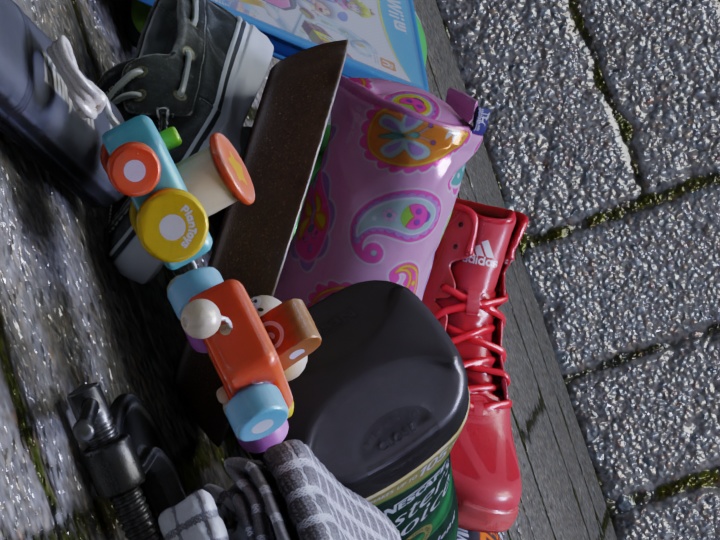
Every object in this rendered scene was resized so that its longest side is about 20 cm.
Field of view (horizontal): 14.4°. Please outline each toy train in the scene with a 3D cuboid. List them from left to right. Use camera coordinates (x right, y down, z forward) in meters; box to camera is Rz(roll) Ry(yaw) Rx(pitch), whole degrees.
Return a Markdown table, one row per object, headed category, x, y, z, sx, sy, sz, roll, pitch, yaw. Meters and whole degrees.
| category | x | y | z | sx | sy | sz | roll | pitch | yaw |
| --- | --- | --- | --- | --- | --- | --- | --- | --- | --- |
| toy train | -0.058 | -0.008 | 1.151 | 0.201 | 0.055 | 0.150 | 62 | -5 | 30 |

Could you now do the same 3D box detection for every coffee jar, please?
| category | x | y | z | sx | sy | sz | roll | pitch | yaw |
| --- | --- | --- | --- | --- | --- | --- | --- | --- | --- |
| coffee jar | -0.004 | 0.086 | 1.301 | 0.085 | 0.104 | 0.200 | 52 | -16 | 22 |

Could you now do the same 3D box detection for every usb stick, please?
| category | x | y | z | sx | sy | sz | roll | pitch | yaw |
| --- | --- | --- | --- | --- | --- | --- | --- | --- | --- |
| usb stick | -0.138 | -0.076 | 1.194 | 0.200 | 0.032 | 0.056 | 50 | 24 | -70 |

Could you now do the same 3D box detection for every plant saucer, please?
| category | x | y | z | sx | sy | sz | roll | pitch | yaw |
| --- | --- | --- | --- | --- | --- | --- | --- | --- | --- |
| plant saucer | -0.050 | -0.017 | 1.339 | 0.200 | 0.034 | 0.201 | -163 | -90 | -88 |

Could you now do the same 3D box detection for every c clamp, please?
| category | x | y | z | sx | sy | sz | roll | pitch | yaw |
| --- | --- | --- | --- | --- | --- | --- | --- | --- | --- |
| c clamp | -0.079 | 0.131 | 1.176 | 0.171 | 0.027 | 0.201 | -96 | 165 | -77 |

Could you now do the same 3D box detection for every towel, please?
| category | x | y | z | sx | sy | sz | roll | pitch | yaw |
| --- | --- | --- | --- | --- | --- | --- | --- | --- | --- |
| towel | -0.003 | 0.171 | 1.171 | 0.200 | 0.085 | 0.166 | 59 | 9 | -66 |

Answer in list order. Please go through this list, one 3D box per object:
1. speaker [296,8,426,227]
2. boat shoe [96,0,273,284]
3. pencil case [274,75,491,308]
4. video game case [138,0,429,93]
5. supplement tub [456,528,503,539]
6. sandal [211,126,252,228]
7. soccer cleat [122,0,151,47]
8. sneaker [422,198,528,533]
| category | x | y | z | sx | sy | sz | roll | pitch | yaw |
| --- | --- | --- | --- | --- | --- | --- | --- | --- | --- |
| speaker | -0.007 | -0.087 | 1.568 | 0.200 | 0.088 | 0.089 | -84 | 155 | -57 |
| boat shoe | -0.098 | -0.068 | 1.351 | 0.071 | 0.072 | 0.200 | 36 | 31 | -14 |
| pencil case | 0.000 | 0.000 | 1.437 | 0.087 | 0.087 | 0.201 | -52 | 161 | -80 |
| video game case | -0.059 | -0.163 | 1.528 | 0.199 | 0.018 | 0.143 | 22 | 31 | -20 |
| supplement tub | 0.025 | 0.155 | 1.509 | 0.201 | 0.106 | 0.107 | -99 | 167 | -49 |
| sandal | -0.041 | -0.032 | 1.619 | 0.079 | 0.059 | 0.206 | 64 | 21 | 12 |
| soccer cleat | -0.088 | -0.148 | 1.584 | 0.200 | 0.067 | 0.081 | -63 | 177 | -60 |
| sneaker | 0.049 | 0.034 | 1.487 | 0.078 | 0.116 | 0.200 | 6 | 38 | -32 |
